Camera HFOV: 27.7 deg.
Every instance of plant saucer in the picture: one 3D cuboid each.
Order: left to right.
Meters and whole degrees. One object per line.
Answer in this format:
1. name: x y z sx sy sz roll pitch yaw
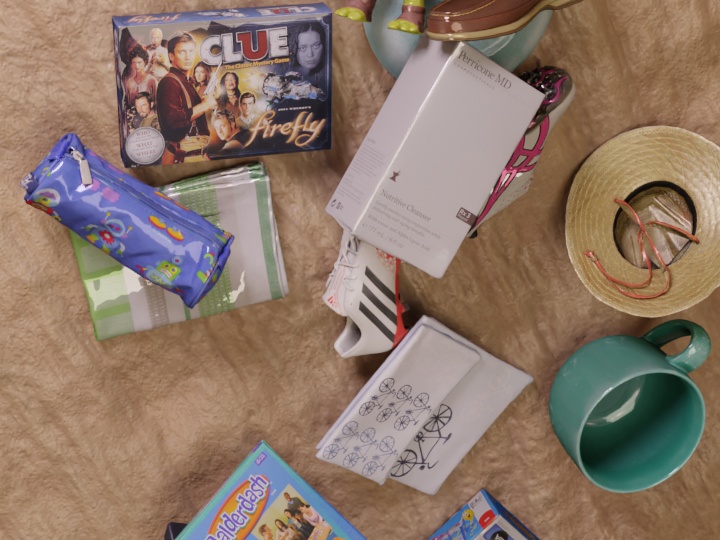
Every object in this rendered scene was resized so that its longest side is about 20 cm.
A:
1. plant saucer: 0.101 -0.255 1.379 0.199 0.039 0.203 -8 118 -15

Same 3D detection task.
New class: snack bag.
1. snack bag: 0.072 0.155 1.556 0.199 0.021 0.189 29 104 -42

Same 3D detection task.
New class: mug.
1. mug: 0.296 0.141 1.593 0.184 0.115 0.153 -24 120 -6

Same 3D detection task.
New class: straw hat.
1. straw hat: 0.305 -0.042 1.520 0.200 0.202 0.085 -34 162 1

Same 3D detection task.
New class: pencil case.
1. pencil case: -0.209 -0.048 1.327 0.199 0.087 0.078 33 58 -13

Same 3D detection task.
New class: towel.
1. towel: -0.173 -0.014 1.413 0.198 0.031 0.150 -15 118 -11

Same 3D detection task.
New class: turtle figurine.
1. turtle figurine: 0.026 -0.302 1.307 0.198 0.064 0.163 14 102 -1

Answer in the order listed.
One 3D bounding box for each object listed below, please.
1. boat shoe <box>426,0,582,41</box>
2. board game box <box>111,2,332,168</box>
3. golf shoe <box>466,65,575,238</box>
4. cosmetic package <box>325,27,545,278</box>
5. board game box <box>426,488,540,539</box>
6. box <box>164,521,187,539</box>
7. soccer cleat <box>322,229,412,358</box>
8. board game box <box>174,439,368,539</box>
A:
1. boat shoe: 0.132 -0.258 1.312 0.199 0.072 0.068 -29 121 -33
2. board game box: -0.125 -0.172 1.348 0.198 0.035 0.137 -7 117 -15
3. golf shoe: 0.143 -0.117 1.448 0.200 0.073 0.092 -46 134 16
4. cosmetic package: 0.068 -0.109 1.356 0.112 0.081 0.201 25 97 -27
5. board game box: 0.137 0.383 1.693 0.196 0.056 0.200 -43 120 6
6. box: -0.131 0.394 1.576 0.198 0.118 0.198 10 112 -21
7. soccer cleat: 0.000 0.000 1.455 0.085 0.069 0.202 -19 124 -17
8. board game box: -0.078 0.297 1.490 0.200 0.045 0.152 44 55 -1
